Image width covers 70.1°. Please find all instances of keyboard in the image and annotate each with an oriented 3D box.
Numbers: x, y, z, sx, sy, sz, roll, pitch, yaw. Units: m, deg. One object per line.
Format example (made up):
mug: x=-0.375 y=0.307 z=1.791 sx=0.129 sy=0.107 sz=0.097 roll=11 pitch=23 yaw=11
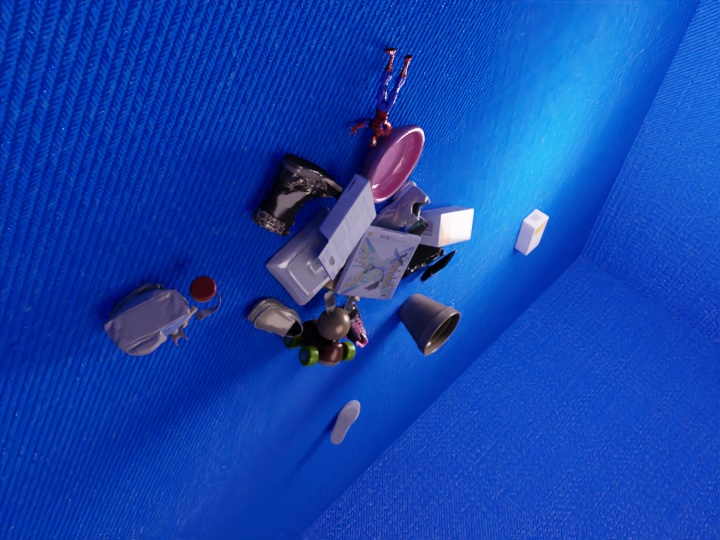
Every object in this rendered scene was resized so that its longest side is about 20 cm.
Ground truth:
keyboard: x=0.247 y=-0.016 z=1.739 sx=0.104 sy=0.040 sz=0.200 roll=-53 pitch=-177 yaw=-24

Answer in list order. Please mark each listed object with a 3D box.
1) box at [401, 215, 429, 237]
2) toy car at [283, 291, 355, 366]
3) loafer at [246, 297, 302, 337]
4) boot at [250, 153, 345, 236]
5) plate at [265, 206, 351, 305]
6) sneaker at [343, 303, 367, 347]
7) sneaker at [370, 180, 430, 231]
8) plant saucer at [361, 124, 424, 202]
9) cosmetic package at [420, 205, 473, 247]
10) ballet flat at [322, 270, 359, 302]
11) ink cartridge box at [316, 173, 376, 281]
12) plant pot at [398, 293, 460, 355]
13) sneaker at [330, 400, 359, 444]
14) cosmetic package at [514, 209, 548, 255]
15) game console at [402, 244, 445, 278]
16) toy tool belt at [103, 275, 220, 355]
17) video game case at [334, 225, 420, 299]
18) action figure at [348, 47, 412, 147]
box: x=0.113 y=-0.069 z=1.450 sx=0.200 sy=0.036 sz=0.144 roll=-51 pitch=-175 yaw=9
toy car: x=-0.087 y=0.141 z=1.386 sx=0.164 sy=0.158 sz=0.201 roll=1 pitch=118 yaw=-45
loafer: x=-0.201 y=0.122 z=1.270 sx=0.076 sy=0.068 sz=0.200 roll=-53 pitch=153 yaw=7
boot: x=-0.124 y=-0.144 z=1.047 sx=0.151 sy=0.073 sz=0.200 roll=-53 pitch=157 yaw=13
plate: x=-0.108 y=-0.023 z=1.237 sx=0.200 sy=0.032 sz=0.200 roll=-46 pitch=144 yaw=-11
sneaker: x=-0.014 y=0.175 z=1.592 sx=0.079 sy=0.095 sz=0.200 roll=-38 pitch=149 yaw=-17
sneaker: x=0.104 y=-0.139 z=1.370 sx=0.200 sy=0.092 sz=0.076 roll=-54 pitch=153 yaw=9
plant saucer: x=0.069 y=-0.254 z=1.196 sx=0.201 sy=0.051 sz=0.201 roll=-45 pitch=160 yaw=-21
cosmetic package: x=0.267 y=-0.139 z=1.589 sx=0.200 sy=0.071 sz=0.102 roll=-16 pitch=114 yaw=-48
ballet flat: x=-0.042 y=0.041 z=1.410 sx=0.063 sy=0.069 sz=0.200 roll=-58 pitch=153 yaw=2
ink cartridge box: x=-0.039 y=-0.090 z=1.146 sx=0.200 sy=0.043 sz=0.196 roll=-55 pitch=167 yaw=-10
plant pot: x=0.241 y=0.182 z=1.894 sx=0.200 sy=0.173 sz=0.200 roll=-36 pitch=149 yaw=-25
sneaker: x=-0.066 y=0.614 z=2.120 sx=0.200 sy=0.074 sz=0.082 roll=-58 pitch=-178 yaw=5
cosmetic package: x=0.791 y=-0.175 z=2.378 sx=0.101 sy=0.071 sz=0.200 roll=-39 pitch=151 yaw=-21
game console: x=0.171 y=-0.059 z=1.656 sx=0.200 sy=0.117 sz=0.176 roll=-25 pitch=174 yaw=-38
toy tool belt: x=-0.364 y=0.080 z=0.952 sx=0.200 sy=0.125 sz=0.123 roll=-33 pitch=180 yaw=-24
video game case: x=0.046 y=-0.016 z=1.342 sx=0.182 sy=0.022 sz=0.201 roll=8 pitch=118 yaw=-36
action figure: x=0.039 y=-0.337 z=1.045 sx=0.099 sy=0.065 sz=0.201 roll=-45 pitch=158 yaw=-48
